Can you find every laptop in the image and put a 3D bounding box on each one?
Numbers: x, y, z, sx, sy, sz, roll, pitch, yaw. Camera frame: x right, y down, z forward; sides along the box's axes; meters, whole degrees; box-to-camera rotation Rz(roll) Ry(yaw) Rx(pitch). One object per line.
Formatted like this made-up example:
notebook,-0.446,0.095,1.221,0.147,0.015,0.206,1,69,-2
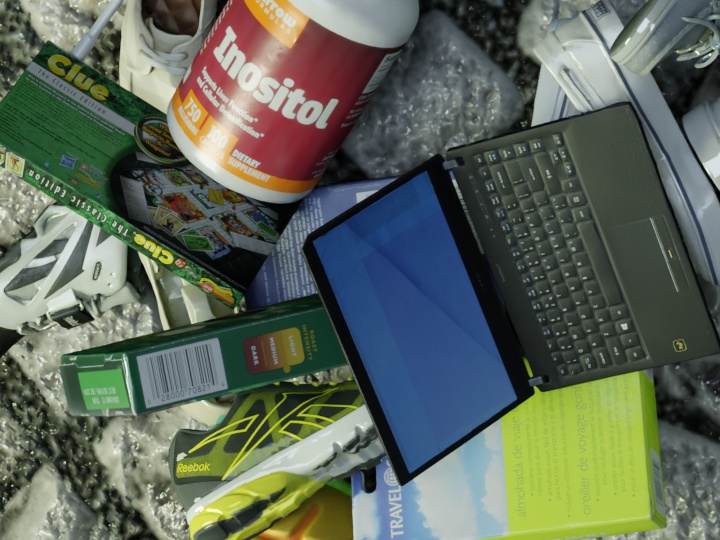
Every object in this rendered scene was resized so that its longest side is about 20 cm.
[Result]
laptop,0.095,0.016,1.597,0.200,0.103,0.178,-14,111,24

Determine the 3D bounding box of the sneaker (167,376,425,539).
sneaker,-0.037,0.096,1.668,0.200,0.074,0.085,-31,68,-5

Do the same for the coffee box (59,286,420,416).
coffee box,-0.075,0.051,1.635,0.200,0.123,0.044,-13,93,-26

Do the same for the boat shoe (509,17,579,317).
boat shoe,0.139,-0.061,1.671,0.067,0.074,0.200,10,97,15

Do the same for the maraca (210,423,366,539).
maraca,-0.044,0.190,1.726,0.137,0.107,0.200,-18,95,-7

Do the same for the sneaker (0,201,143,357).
sneaker,-0.199,0.009,1.775,0.088,0.074,0.200,41,100,5

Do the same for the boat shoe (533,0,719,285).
boat shoe,0.171,-0.069,1.626,0.070,0.071,0.200,-28,109,6

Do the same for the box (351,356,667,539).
box,0.094,0.120,1.695,0.200,0.048,0.122,-9,70,17

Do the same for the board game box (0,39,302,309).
board game box,-0.144,-0.063,1.688,0.200,0.105,0.023,32,138,-2

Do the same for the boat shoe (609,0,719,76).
boat shoe,0.232,-0.172,1.578,0.065,0.202,0.074,50,147,6

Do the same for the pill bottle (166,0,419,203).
pill bottle,-0.034,-0.151,1.672,0.113,0.113,0.200,38,118,10

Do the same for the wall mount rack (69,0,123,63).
wall mount rack,-0.189,-0.247,1.725,0.200,0.074,0.174,41,136,36

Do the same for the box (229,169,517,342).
box,0.000,0.000,1.738,0.200,0.032,0.121,-6,93,18

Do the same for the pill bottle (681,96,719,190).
pill bottle,0.302,-0.117,1.599,0.200,0.112,0.113,-33,86,16

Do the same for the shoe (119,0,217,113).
shoe,-0.129,-0.183,1.748,0.070,0.053,0.200,13,98,15

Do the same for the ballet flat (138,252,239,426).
ballet flat,-0.110,0.005,1.722,0.069,0.069,0.200,-14,92,17
